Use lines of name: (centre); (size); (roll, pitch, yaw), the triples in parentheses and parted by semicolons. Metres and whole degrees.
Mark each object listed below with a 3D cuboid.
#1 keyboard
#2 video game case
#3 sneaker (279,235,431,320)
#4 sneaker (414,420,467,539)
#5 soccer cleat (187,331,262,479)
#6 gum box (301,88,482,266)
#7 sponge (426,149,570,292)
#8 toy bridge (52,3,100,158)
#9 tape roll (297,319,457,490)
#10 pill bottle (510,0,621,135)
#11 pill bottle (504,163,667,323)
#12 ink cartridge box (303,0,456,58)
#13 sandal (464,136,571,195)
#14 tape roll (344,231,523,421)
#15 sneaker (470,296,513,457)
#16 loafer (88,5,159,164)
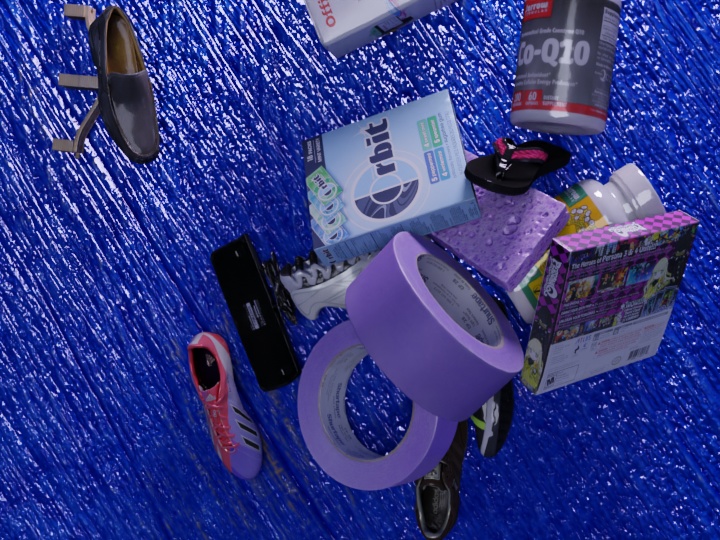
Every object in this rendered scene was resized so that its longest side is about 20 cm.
keyboard: (-0.123, 0.052, 1.065); (0.103, 0.039, 0.203); (-22, 90, 33)
video game case: (0.276, 0.035, 0.896); (0.197, 0.036, 0.184); (-13, 125, -28)
sneaker: (0.000, 0.000, 1.023); (0.196, 0.075, 0.082); (-19, 109, 8)
sneaker: (0.100, 0.236, 1.006); (0.069, 0.076, 0.205); (-2, 93, 10)
soccer cleat: (-0.181, 0.180, 1.051); (0.065, 0.076, 0.204); (-16, 90, 10)
gum box: (0.032, -0.112, 0.972); (0.196, 0.045, 0.173); (-17, 56, 12)
sponge: (0.137, -0.069, 0.948); (0.112, 0.030, 0.199); (-50, 50, -3)
toy bridge: (-0.373, -0.253, 1.088); (0.066, 0.027, 0.205); (6, 92, 8)
tape roll: (0.020, 0.161, 0.986); (0.197, 0.065, 0.205); (-5, 81, 30)
pill bottle: (0.241, -0.267, 0.941); (0.111, 0.114, 0.205); (7, 94, 9)
pill bottle: (0.253, -0.035, 0.950); (0.198, 0.113, 0.114); (-33, 87, 10)
ink cartridge box: (0.022, -0.374, 0.988); (0.197, 0.084, 0.147); (-23, 89, 9)
sandal: (0.183, -0.132, 0.921); (0.074, 0.199, 0.046); (30, 126, 26)
tape roll: (0.083, 0.059, 0.889); (0.200, 0.200, 0.085); (47, 112, 4)
sneaker: (0.143, 0.128, 1.008); (0.081, 0.071, 0.205); (-2, 88, 26)
loafer: (-0.305, -0.240, 1.045); (0.072, 0.072, 0.204); (-19, 91, -26)
